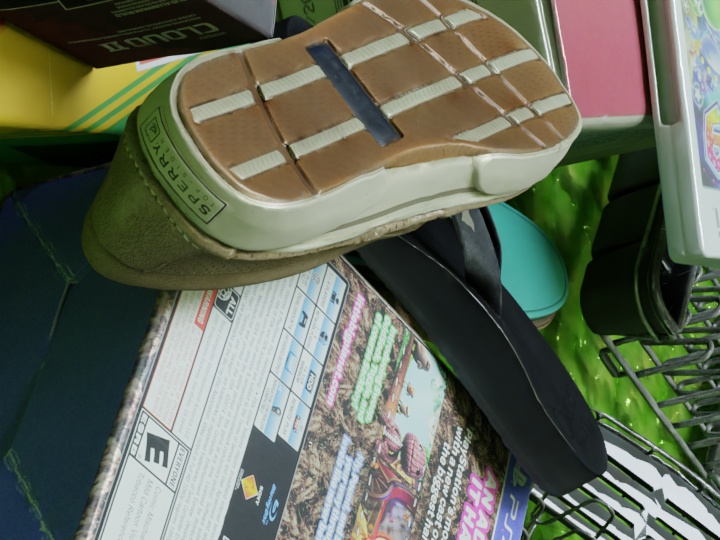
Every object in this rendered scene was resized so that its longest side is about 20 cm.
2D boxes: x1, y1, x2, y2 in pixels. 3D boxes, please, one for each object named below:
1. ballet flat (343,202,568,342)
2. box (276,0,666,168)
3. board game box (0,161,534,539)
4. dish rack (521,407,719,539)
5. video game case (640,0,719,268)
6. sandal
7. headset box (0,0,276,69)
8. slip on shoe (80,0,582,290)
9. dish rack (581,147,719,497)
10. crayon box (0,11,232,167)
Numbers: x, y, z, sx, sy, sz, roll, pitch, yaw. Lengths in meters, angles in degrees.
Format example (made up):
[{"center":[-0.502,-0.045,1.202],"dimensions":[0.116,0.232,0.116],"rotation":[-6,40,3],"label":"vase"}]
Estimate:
[{"center":[0.000,0.000,0.801],"dimensions":[0.200,0.072,0.068],"rotation":[7,60,-54],"label":"ballet flat"},{"center":[0.073,-0.102,0.885],"dimensions":[0.200,0.128,0.109],"rotation":[-9,88,-56],"label":"box"},{"center":[-0.044,0.084,0.693],"dimensions":[0.200,0.097,0.160],"rotation":[47,46,-37],"label":"board game box"},{"center":[0.096,0.147,0.845],"dimensions":[0.153,0.055,0.200],"rotation":[37,54,-4],"label":"dish rack"},{"center":[0.156,-0.099,0.874],"dimensions":[0.143,0.018,0.201],"rotation":[6,77,-55],"label":"video game case"},{"center":[0.032,-0.012,0.732],"dimensions":[0.200,0.043,0.076],"rotation":[52,19,-18],"label":"sandal"},{"center":[-0.091,-0.156,0.605],"dimensions":[0.200,0.075,0.149],"rotation":[25,65,-53],"label":"headset box"},{"center":[-0.005,-0.036,0.644],"dimensions":[0.076,0.061,0.200],"rotation":[53,35,9],"label":"slip on shoe"},{"center":[0.180,0.023,1.049],"dimensions":[0.200,0.054,0.154],"rotation":[52,44,-34],"label":"dish rack"},{"center":[-0.108,-0.138,0.699],"dimensions":[0.172,0.058,0.201],"rotation":[0,81,-55],"label":"crayon box"}]
